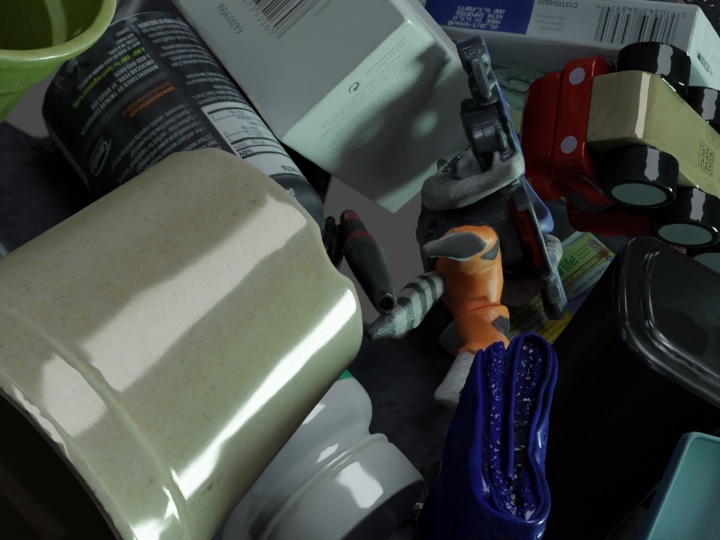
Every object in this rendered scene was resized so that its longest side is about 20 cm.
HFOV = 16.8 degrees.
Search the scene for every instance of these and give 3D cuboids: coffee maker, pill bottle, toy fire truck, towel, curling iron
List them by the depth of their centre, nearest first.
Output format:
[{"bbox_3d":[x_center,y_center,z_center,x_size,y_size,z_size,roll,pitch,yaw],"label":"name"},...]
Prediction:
[{"bbox_3d":[0.049,0.146,1.216,0.049,0.201,0.148,14,35,-2],"label":"towel"},{"bbox_3d":[-0.066,0.070,1.274,0.200,0.113,0.113,46,35,14],"label":"pill bottle"},{"bbox_3d":[0.124,0.091,1.341,0.191,0.200,0.135,14,38,-30],"label":"coffee maker"},{"bbox_3d":[-0.091,-0.045,1.401,0.106,0.106,0.200,-9,54,-47],"label":"pill bottle"},{"bbox_3d":[0.000,0.000,1.411,0.025,0.050,0.200,16,6,-14],"label":"curling iron"},{"bbox_3d":[0.147,-0.078,1.597,0.176,0.199,0.130,33,59,-49],"label":"toy fire truck"}]

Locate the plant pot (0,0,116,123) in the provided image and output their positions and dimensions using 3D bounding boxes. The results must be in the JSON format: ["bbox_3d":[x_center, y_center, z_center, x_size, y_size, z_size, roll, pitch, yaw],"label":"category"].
[{"bbox_3d":[-0.255,-0.114,1.266,0.199,0.185,0.201,24,36,-18],"label":"plant pot"}]

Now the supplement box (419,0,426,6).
[{"bbox_3d":[-0.034,-0.264,1.762,0.108,0.061,0.200,-3,49,-44],"label":"supplement box"}]

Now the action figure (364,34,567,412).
[{"bbox_3d":[0.057,-0.031,1.470,0.194,0.104,0.201,-75,150,-63],"label":"action figure"}]

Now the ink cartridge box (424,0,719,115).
[{"bbox_3d":[0.165,-0.130,1.662,0.198,0.041,0.200,9,-15,29],"label":"ink cartridge box"}]

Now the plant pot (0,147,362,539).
[{"bbox_3d":[-0.104,0.047,1.133,0.200,0.201,0.183,43,61,11],"label":"plant pot"}]

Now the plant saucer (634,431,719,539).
[{"bbox_3d":[0.158,0.177,1.284,0.070,0.201,0.019,14,16,-29],"label":"plant saucer"}]

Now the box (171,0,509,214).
[{"bbox_3d":[-0.017,-0.143,1.518,0.153,0.106,0.200,52,8,23],"label":"box"}]

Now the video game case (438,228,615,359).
[{"bbox_3d":[0.163,0.067,1.570,0.182,0.022,0.200,43,35,10],"label":"video game case"}]
